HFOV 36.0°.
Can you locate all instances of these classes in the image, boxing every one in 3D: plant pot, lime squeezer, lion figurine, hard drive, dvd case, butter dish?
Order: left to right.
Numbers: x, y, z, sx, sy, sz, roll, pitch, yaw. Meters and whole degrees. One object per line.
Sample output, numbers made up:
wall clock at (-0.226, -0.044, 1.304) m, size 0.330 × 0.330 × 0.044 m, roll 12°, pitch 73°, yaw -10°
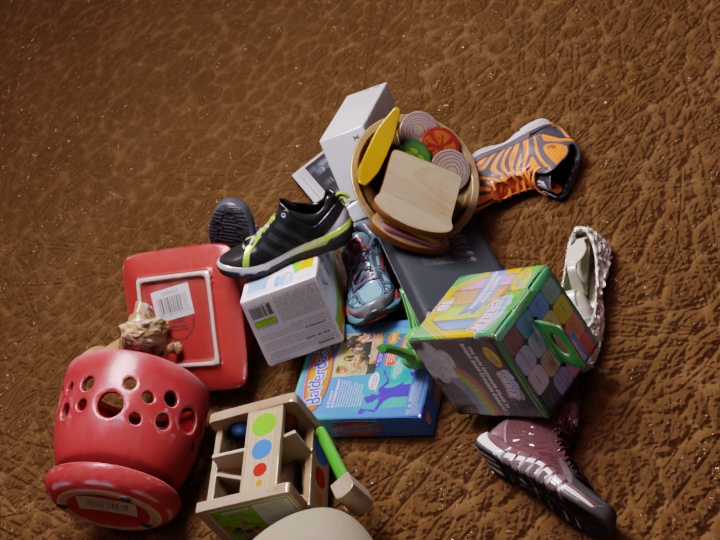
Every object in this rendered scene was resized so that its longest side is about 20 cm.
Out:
lion figurine at (-0.324, 0.111, 1.496) m, size 0.199 × 0.122 × 0.073 m, roll -33°, pitch 79°, yaw 26°
plant pot at (-0.308, 0.230, 1.449) m, size 0.197 × 0.201 × 0.185 m, roll -9°, pitch 55°, yaw 26°
butter dish at (-0.223, 0.065, 1.591) m, size 0.197 × 0.147 × 0.204 m, roll -6°, pitch 92°, yaw 28°
dvd case at (0.002, -0.169, 1.742) m, size 0.199 × 0.025 × 0.151 m, roll -38°, pitch 42°, yaw -3°
lime squeezer at (0.057, 0.084, 1.376) m, size 0.038 × 0.070 × 0.200 m, roll -53°, pitch 3°, yaw 22°
hard drive at (0.117, 0.002, 1.453) m, size 0.137 × 0.033 × 0.201 m, roll -5°, pitch 39°, yaw -16°

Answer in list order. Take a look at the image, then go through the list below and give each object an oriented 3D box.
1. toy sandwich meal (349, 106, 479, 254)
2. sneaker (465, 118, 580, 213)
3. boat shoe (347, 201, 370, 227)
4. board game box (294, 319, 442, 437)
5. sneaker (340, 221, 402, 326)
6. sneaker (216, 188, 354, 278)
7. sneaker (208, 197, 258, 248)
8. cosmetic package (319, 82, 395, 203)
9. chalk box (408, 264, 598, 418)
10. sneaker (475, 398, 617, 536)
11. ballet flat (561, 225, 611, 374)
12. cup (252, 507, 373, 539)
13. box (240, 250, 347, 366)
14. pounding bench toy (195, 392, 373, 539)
toy sandwich meal at (0.075, -0.125, 1.467) m, size 0.201 × 0.070 × 0.209 m, roll 5°, pitch 69°, yaw -13°
sneaker at (0.216, -0.128, 1.524) m, size 0.199 × 0.078 × 0.112 m, roll -38°, pitch 40°, yaw -4°
boat shoe at (0.044, -0.111, 1.623) m, size 0.198 × 0.072 × 0.071 m, roll -20°, pitch 43°, yaw 16°
board game box at (0.014, 0.139, 1.431) m, size 0.197 × 0.045 × 0.154 m, roll -5°, pitch 49°, yaw 29°
sneaker at (0.000, 0.000, 1.499) m, size 0.078 × 0.097 × 0.201 m, roll -24°, pitch 25°, yaw 7°
sneaker at (-0.103, -0.056, 1.458) m, size 0.197 × 0.084 × 0.072 m, roll -19°, pitch 24°, yaw 5°
sneaker at (-0.177, -0.053, 1.626) m, size 0.069 × 0.202 × 0.083 m, roll 16°, pitch 54°, yaw 7°
cosmetic package at (0.009, -0.189, 1.612) m, size 0.070 × 0.103 × 0.201 m, roll -16°, pitch 22°, yaw 18°
chalk box at (0.178, 0.081, 1.264) m, size 0.198 × 0.125 × 0.124 m, roll -8°, pitch 33°, yaw 53°
sneaker at (0.225, 0.199, 1.219) m, size 0.115 × 0.076 × 0.199 m, roll -44°, pitch 42°, yaw -16°
ballet flat at (0.264, 0.028, 1.358) m, size 0.071 × 0.072 × 0.203 m, roll -7°, pitch 49°, yaw 27°
cup at (-0.048, 0.340, 1.197) m, size 0.197 × 0.203 × 0.144 m, roll -18°, pitch 19°, yaw 17°
box at (-0.086, 0.023, 1.513) m, size 0.111 × 0.103 × 0.201 m, roll -19°, pitch 24°, yaw 9°
pounding bench toy at (-0.076, 0.236, 1.339) m, size 0.197 × 0.125 × 0.158 m, roll -16°, pitch 44°, yaw 19°
